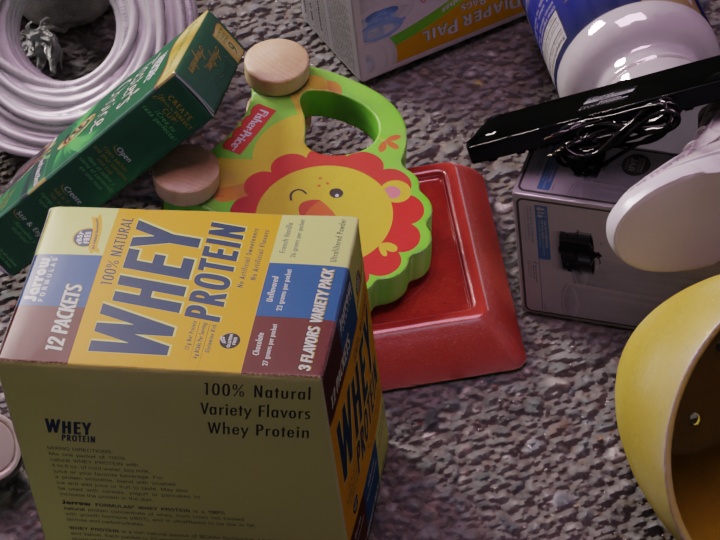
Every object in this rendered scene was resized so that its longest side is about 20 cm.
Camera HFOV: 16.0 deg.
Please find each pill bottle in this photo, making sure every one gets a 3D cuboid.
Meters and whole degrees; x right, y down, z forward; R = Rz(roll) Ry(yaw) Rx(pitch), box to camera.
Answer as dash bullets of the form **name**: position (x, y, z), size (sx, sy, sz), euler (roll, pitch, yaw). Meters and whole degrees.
- **pill bottle**: position (0.191, -0.163, 1.836), size (0.119, 0.120, 0.200), euler (-12, 44, -5)

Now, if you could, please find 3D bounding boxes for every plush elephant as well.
- **plush elephant**: position (-0.248, -0.272, 1.982), size (0.164, 0.155, 0.200), euler (-2, 44, 6)

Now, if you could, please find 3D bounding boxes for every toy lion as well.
- **toy lion**: position (-0.031, -0.054, 1.752), size (0.191, 0.069, 0.200), euler (22, 51, 18)

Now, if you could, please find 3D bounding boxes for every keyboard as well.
- **keyboard**: position (0.161, -0.092, 1.643), size (0.200, 0.040, 0.104), euler (-15, 15, 28)

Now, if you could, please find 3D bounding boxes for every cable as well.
- **cable**: position (-0.218, -0.179, 1.872), size (0.200, 0.069, 0.200), euler (-23, 89, 3)

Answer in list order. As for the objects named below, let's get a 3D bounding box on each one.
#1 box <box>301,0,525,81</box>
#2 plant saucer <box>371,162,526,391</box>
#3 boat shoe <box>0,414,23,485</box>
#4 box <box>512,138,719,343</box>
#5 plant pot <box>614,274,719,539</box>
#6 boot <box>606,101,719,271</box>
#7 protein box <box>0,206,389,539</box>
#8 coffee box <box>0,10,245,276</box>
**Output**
- **box**: position (0.059, -0.245, 1.942), size (0.200, 0.113, 0.101), euler (-24, 45, -16)
- **plant saucer**: position (0.000, 0.000, 1.756), size (0.199, 0.037, 0.200), euler (-9, 43, -1)
- **boat shoe**: position (-0.315, 0.126, 1.638), size (0.199, 0.057, 0.067), euler (-3, 77, -11)
- **box**: position (0.206, -0.017, 1.686), size (0.199, 0.117, 0.060), euler (10, 47, 16)
- **plant pot**: position (0.233, 0.082, 1.552), size (0.200, 0.200, 0.142), euler (-26, 21, -18)
- **boot**: position (0.232, -0.068, 1.616), size (0.200, 0.074, 0.096), euler (-20, 35, -13)
- **protein box**: position (-0.096, 0.080, 1.568), size (0.198, 0.200, 0.135), euler (2, 45, 11)
- **coffee box**: position (-0.172, -0.089, 1.766), size (0.200, 0.044, 0.123), euler (-36, 15, 24)
